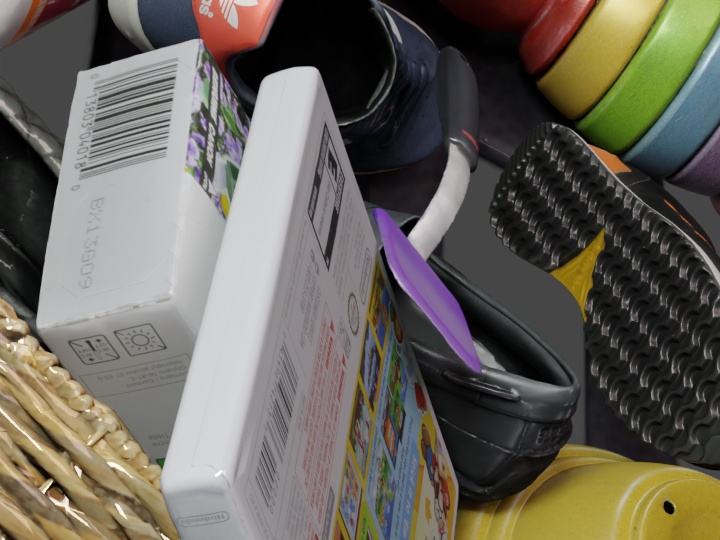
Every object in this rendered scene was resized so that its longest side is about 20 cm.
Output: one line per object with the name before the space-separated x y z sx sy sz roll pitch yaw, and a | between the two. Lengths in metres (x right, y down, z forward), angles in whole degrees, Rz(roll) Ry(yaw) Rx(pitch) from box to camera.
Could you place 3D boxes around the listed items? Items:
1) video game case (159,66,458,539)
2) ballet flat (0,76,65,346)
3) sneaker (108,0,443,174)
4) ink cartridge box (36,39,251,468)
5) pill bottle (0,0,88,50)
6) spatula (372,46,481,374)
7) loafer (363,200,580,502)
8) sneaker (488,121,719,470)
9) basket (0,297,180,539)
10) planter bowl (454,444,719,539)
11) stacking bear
video game case | -0.008 0.066 0.717 0.200 0.023 0.183 -81 157 -54
ballet flat | -0.127 -0.029 0.805 0.200 0.067 0.057 38 0 -15
sneaker | -0.007 -0.074 0.899 0.084 0.075 0.200 24 3 37
ink cartridge box | -0.036 0.033 0.780 0.200 0.050 0.109 59 25 -43
pill bottle | -0.113 -0.159 0.889 0.110 0.110 0.200 50 41 1
spatula | 0.031 -0.030 0.850 0.057 0.020 0.200 51 26 -23
loafer | 0.000 0.000 0.878 0.200 0.071 0.068 41 41 13
sneaker | 0.131 0.012 0.967 0.090 0.070 0.200 20 24 -35
basket | -0.150 0.078 0.712 0.200 0.149 0.143 46 73 -3
planter bowl | 0.113 0.136 0.882 0.200 0.083 0.201 23 46 -26
stacking bear | 0.119 -0.113 1.066 0.199 0.122 0.114 31 35 -6
